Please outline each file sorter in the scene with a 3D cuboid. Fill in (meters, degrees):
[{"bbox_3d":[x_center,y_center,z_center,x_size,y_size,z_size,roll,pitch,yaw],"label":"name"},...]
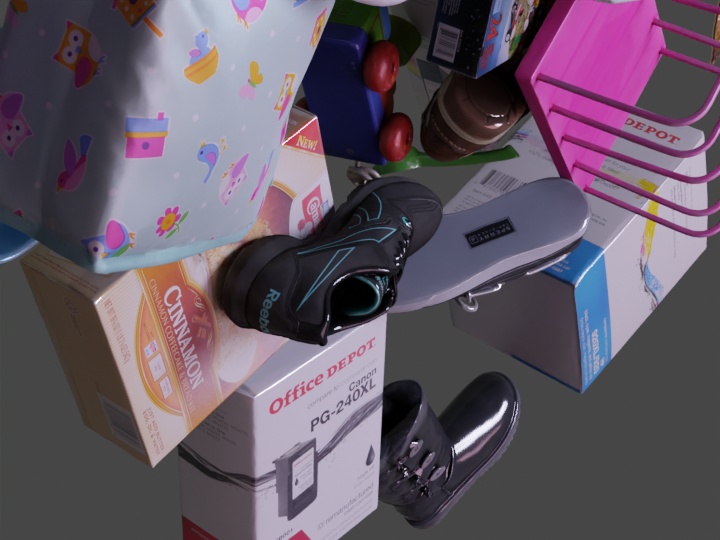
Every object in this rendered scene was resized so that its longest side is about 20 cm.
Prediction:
[{"bbox_3d":[0.210,-0.127,1.060,0.139,0.125,0.200,-60,155,-10],"label":"file sorter"}]

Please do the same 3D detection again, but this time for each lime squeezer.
[{"bbox_3d":[0.027,-0.050,1.172,0.200,0.071,0.038,-42,-173,23],"label":"lime squeezer"}]

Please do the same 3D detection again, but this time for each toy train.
[{"bbox_3d":[0.009,-0.128,1.087,0.200,0.084,0.116,74,34,-53],"label":"toy train"}]

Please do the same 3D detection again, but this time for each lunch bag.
[{"bbox_3d":[-0.097,-0.100,0.824,0.200,0.122,0.171,-12,123,-60],"label":"lunch bag"}]

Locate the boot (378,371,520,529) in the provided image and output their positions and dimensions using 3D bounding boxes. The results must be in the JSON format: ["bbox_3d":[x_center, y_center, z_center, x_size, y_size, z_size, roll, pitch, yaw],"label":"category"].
[{"bbox_3d":[0.061,0.132,1.335,0.165,0.065,0.200,-57,150,-9],"label":"boot"}]

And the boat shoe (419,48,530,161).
[{"bbox_3d":[0.103,-0.143,1.097,0.202,0.075,0.075,-40,176,-41],"label":"boat shoe"}]

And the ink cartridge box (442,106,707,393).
[{"bbox_3d":[0.185,-0.033,1.326,0.200,0.147,0.145,-45,144,-26],"label":"ink cartridge box"}]

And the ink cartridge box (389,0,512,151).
[{"bbox_3d":[0.094,-0.174,1.170,0.117,0.067,0.200,-49,145,-22],"label":"ink cartridge box"}]

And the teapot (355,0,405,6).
[{"bbox_3d":[-0.036,-0.262,0.805,0.146,0.199,0.198,-33,138,-43],"label":"teapot"}]

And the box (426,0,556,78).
[{"bbox_3d":[0.105,-0.233,0.962,0.137,0.038,0.201,-36,144,-54],"label":"box"}]

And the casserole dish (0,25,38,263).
[{"bbox_3d":[-0.177,-0.093,0.870,0.200,0.039,0.121,-47,144,-26],"label":"casserole dish"}]

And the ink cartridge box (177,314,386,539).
[{"bbox_3d":[-0.058,0.120,1.148,0.145,0.083,0.201,-32,137,-39],"label":"ink cartridge box"}]

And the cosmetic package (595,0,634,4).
[{"bbox_3d":[0.142,-0.204,0.890,0.200,0.101,0.074,-20,131,-60],"label":"cosmetic package"}]

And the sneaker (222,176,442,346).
[{"bbox_3d":[0.000,0.000,1.015,0.200,0.079,0.076,-31,135,-43],"label":"sneaker"}]

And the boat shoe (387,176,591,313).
[{"bbox_3d":[0.072,-0.010,1.130,0.199,0.074,0.068,-23,154,-10],"label":"boat shoe"}]

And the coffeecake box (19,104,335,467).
[{"bbox_3d":[-0.106,0.001,1.006,0.200,0.073,0.154,-43,142,-30],"label":"coffeecake box"}]
